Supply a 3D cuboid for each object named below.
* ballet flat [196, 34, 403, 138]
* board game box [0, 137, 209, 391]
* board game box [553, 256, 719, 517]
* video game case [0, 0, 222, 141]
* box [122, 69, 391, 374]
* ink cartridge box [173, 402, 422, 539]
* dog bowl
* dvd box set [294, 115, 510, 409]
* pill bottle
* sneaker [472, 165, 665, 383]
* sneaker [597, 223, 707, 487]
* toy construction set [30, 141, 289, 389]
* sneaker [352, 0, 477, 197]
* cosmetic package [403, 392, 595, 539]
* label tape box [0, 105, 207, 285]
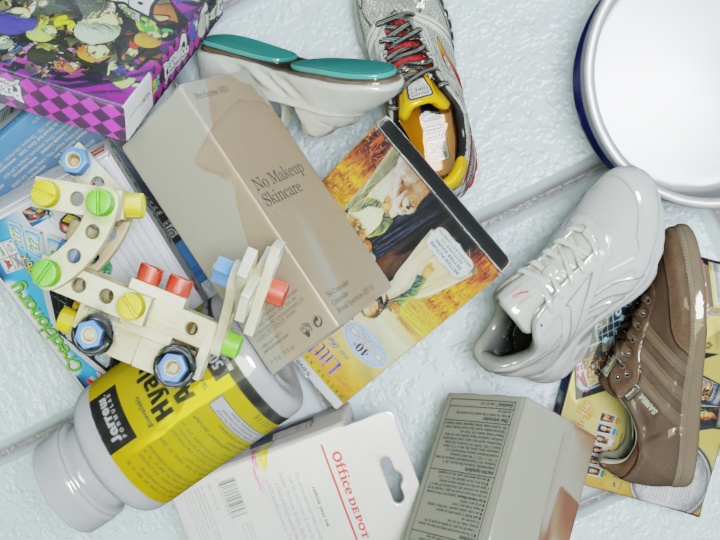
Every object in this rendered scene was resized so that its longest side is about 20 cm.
[{"bbox_3d":[-0.048,-0.138,0.765,0.197,0.069,0.071,18,99,33],"label":"ballet flat"},{"bbox_3d":[-0.202,0.012,0.783,0.124,0.035,0.202,-27,122,0],"label":"board game box"},{"bbox_3d":[0.237,0.084,0.807,0.133,0.035,0.204,14,98,3],"label":"board game box"},{"bbox_3d":[-0.226,-0.187,0.743,0.196,0.183,0.036,17,136,6],"label":"video game case"},{"bbox_3d":[-0.075,-0.039,0.728,0.077,0.095,0.202,-35,90,33],"label":"box"},{"bbox_3d":[-0.045,0.190,0.824,0.196,0.067,0.119,-20,96,7],"label":"ink cartridge box"},{"bbox_3d":[0.264,-0.151,0.756,0.195,0.079,0.205,1,96,5],"label":"dog bowl"},{"bbox_3d":[0.000,0.000,0.780,0.147,0.029,0.199,49,121,0],"label":"dvd box set"},{"bbox_3d":[-0.151,0.114,0.769,0.198,0.111,0.112,-35,93,5],"label":"pill bottle"},{"bbox_3d":[0.151,0.011,0.740,0.078,0.098,0.202,48,126,35],"label":"sneaker"},{"bbox_3d":[0.220,0.067,0.754,0.074,0.070,0.205,1,95,10],"label":"sneaker"},{"bbox_3d":[-0.141,0.004,0.678,0.197,0.092,0.134,21,88,15],"label":"toy construction set"},{"bbox_3d":[0.048,-0.153,0.771,0.076,0.082,0.204,-20,94,6],"label":"sneaker"},{"bbox_3d":[0.096,0.204,0.752,0.086,0.103,0.204,29,72,-28],"label":"cosmetic package"},{"bbox_3d":[-0.228,-0.043,0.804,0.143,0.064,0.201,-36,122,7],"label":"label tape box"}]
